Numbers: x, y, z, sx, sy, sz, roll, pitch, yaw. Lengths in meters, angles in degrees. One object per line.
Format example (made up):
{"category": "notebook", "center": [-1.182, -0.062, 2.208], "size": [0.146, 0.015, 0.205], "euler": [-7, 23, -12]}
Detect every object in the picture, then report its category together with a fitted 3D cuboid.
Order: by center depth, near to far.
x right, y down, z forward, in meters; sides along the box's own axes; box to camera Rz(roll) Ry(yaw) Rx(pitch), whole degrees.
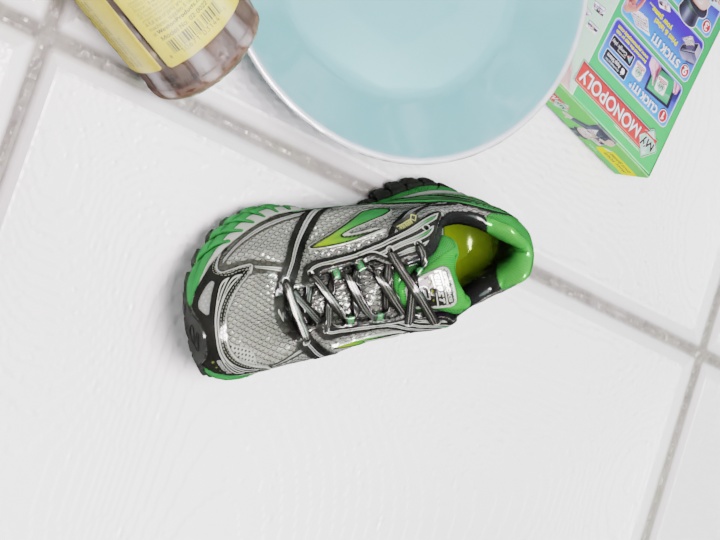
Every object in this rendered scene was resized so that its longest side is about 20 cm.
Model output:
{"category": "sauce bottle", "center": [-0.119, -0.161, 0.813], "size": [0.065, 0.065, 0.200], "euler": [-53, 128, -22]}
{"category": "sneaker", "center": [0.000, 0.000, 0.929], "size": [0.200, 0.085, 0.078], "euler": [-23, 111, -36]}
{"category": "plate", "center": [0.021, -0.151, 0.937], "size": [0.200, 0.026, 0.201], "euler": [1, 89, -24]}
{"category": "board game box", "center": [0.123, -0.160, 1.048], "size": [0.200, 0.029, 0.135], "euler": [40, 72, -38]}
